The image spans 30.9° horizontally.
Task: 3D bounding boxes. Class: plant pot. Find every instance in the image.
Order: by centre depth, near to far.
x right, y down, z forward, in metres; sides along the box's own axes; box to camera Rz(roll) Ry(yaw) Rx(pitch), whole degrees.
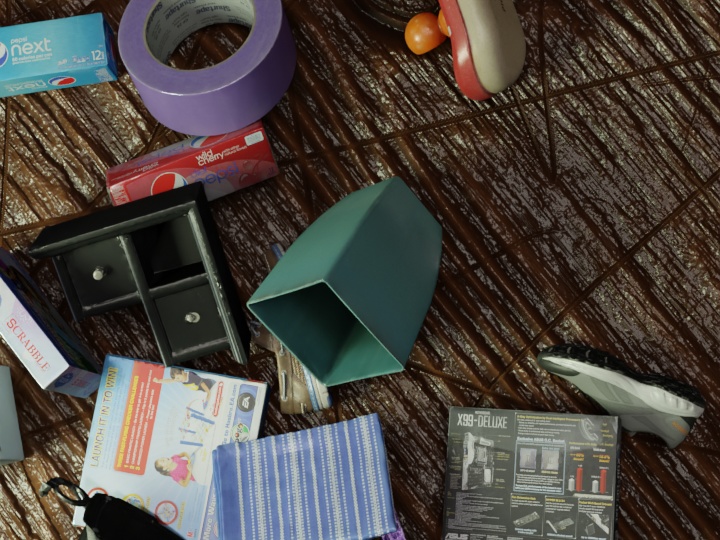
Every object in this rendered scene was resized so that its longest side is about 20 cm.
[{"bbox_3d":[0.000,0.000,1.470,0.141,0.140,0.201,47,52,-23],"label":"plant pot"}]

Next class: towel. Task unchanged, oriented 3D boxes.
[{"bbox_3d":[-0.065,0.239,1.432,0.197,0.024,0.146,-12,55,5],"label":"towel"}]

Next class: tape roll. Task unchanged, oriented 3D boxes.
[{"bbox_3d":[-0.179,-0.265,1.535,0.197,0.085,0.203,-4,61,7],"label":"tape roll"}]

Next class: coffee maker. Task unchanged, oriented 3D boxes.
[{"bbox_3d":[-0.304,0.359,1.440,0.191,0.134,0.201,38,103,14],"label":"coffee maker"}]

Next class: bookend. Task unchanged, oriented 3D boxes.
[{"bbox_3d":[-0.248,0.027,1.493,0.197,0.092,0.201,-15,108,3],"label":"bookend"}]

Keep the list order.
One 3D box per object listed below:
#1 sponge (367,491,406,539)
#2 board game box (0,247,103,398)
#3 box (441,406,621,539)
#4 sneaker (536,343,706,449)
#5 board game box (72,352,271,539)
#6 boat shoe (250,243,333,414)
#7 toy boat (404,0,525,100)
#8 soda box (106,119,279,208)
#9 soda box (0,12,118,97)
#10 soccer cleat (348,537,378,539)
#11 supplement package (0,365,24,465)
[{"bbox_3d":[0.052,0.342,1.465,0.029,0.112,0.202,-20,82,-4],"label":"sponge"},{"bbox_3d":[-0.378,0.051,1.470,0.041,0.200,0.201,-39,84,-5],"label":"board game box"},{"bbox_3d":[0.195,0.241,1.484,0.197,0.050,0.160,1,81,16],"label":"box"},{"bbox_3d":[0.295,0.144,1.510,0.198,0.074,0.080,24,107,10],"label":"sneaker"},{"bbox_3d":[-0.217,0.214,1.516,0.193,0.056,0.203,10,82,3],"label":"board game box"},{"bbox_3d":[-0.091,0.071,1.525,0.071,0.072,0.203,-16,82,-1],"label":"boat shoe"},{"bbox_3d":[0.112,-0.298,1.563,0.130,0.130,0.203,-22,80,28],"label":"toy boat"},{"bbox_3d":[-0.200,-0.117,1.545,0.198,0.070,0.064,-21,115,-3],"label":"soda box"},{"bbox_3d":[-0.400,-0.258,1.581,0.197,0.064,0.069,-8,81,0],"label":"soda box"},{"bbox_3d":[-0.015,0.310,1.430,0.072,0.200,0.069,-12,118,-10],"label":"soccer cleat"},{"bbox_3d":[-0.505,0.183,1.495,0.197,0.117,0.119,-12,81,0],"label":"supplement package"}]
